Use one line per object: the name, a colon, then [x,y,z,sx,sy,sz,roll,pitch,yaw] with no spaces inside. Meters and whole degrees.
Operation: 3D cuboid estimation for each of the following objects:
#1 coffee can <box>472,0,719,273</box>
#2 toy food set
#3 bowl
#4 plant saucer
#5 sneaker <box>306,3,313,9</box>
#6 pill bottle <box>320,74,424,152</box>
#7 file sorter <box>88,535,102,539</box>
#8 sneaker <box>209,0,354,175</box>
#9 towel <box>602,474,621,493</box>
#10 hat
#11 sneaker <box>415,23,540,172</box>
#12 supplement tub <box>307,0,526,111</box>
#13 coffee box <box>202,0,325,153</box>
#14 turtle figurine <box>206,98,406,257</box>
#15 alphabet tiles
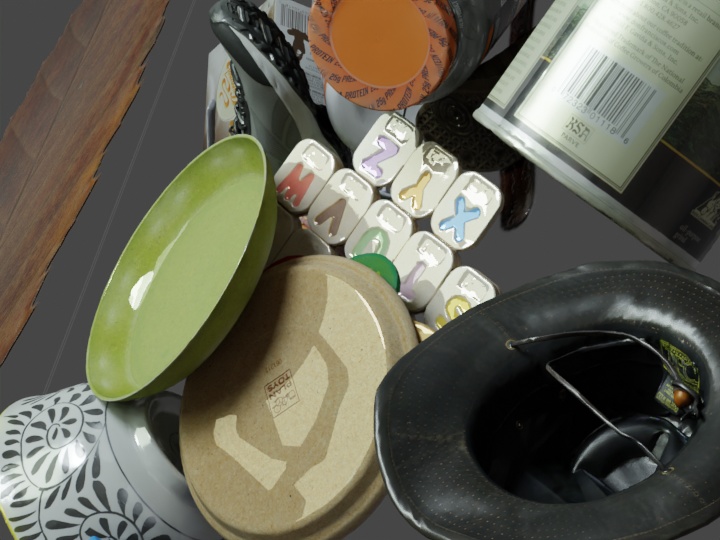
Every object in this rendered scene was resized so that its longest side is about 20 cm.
coffee can: [0.173,-0.120,0.928,0.201,0.146,0.146,-54,20,7]
toy food set: [-0.036,0.081,1.125,0.200,0.048,0.198,-48,52,14]
bowl: [-0.146,0.143,1.209,0.094,0.200,0.201,-40,25,20]
plant saucer: [-0.114,0.003,1.188,0.200,0.031,0.201,-41,30,30]
sneaker: [0.005,-0.242,1.605,0.087,0.073,0.201,-8,52,61]
pill bottle: [0.020,-0.172,1.412,0.110,0.109,0.201,-49,22,19]
file sorter: [-0.150,0.295,1.069,0.201,0.138,0.123,-56,23,2]
sneaker: [-0.069,-0.118,1.338,0.079,0.201,0.074,-23,43,8]
towel: [0.063,0.193,0.877,0.200,0.034,0.193,-43,24,33]
hat: [0.105,0.085,0.827,0.198,0.081,0.202,-6,40,5]
sneaker: [0.117,-0.126,1.210,0.076,0.071,0.199,-45,14,-33]
supplement tub: [0.042,-0.188,1.197,0.122,0.123,0.200,-43,6,33]
coffee box: [-0.074,-0.114,1.510,0.114,0.079,0.202,-33,48,48]
turtle figurine: [-0.049,-0.017,1.262,0.201,0.142,0.195,109,165,-51]
alphabet tiles: [0.000,0.000,1.171,0.200,0.015,0.196,40,98,33]
